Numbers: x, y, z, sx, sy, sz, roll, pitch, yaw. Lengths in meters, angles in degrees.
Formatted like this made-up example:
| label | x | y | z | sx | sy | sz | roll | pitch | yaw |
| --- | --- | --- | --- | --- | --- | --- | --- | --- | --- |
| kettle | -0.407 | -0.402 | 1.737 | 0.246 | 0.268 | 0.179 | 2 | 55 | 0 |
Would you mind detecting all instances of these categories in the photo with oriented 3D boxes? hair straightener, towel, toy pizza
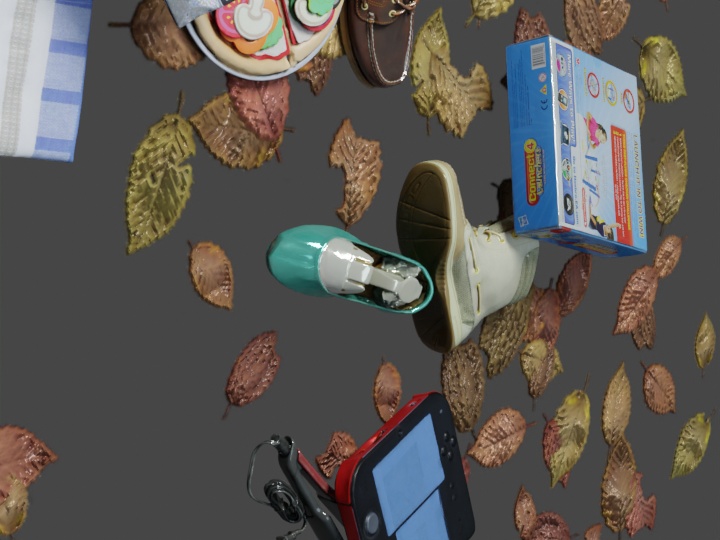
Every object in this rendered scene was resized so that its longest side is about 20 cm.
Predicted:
| label | x | y | z | sx | sy | sz | roll | pitch | yaw |
| --- | --- | --- | --- | --- | --- | --- | --- | --- | --- |
| hair straightener | -0.051 | 0.228 | 1.555 | 0.077 | 0.041 | 0.201 | -55 | 136 | -25 |
| towel | -0.289 | -0.162 | 1.247 | 0.199 | 0.024 | 0.149 | 5 | 94 | -48 |
| toy pizza | -0.080 | -0.267 | 1.437 | 0.199 | 0.032 | 0.203 | -10 | 104 | -42 |

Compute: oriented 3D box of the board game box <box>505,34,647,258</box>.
| label | x | y | z | sx | sy | sz | roll | pitch | yaw |
| --- | --- | --- | --- | --- | --- | --- | --- | --- | --- |
| board game box | 0.230 | -0.126 | 1.739 | 0.195 | 0.055 | 0.203 | 13 | 73 | -53 |

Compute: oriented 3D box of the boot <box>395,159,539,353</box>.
| label | x | y | z | sx | sy | sz | roll | pitch | yaw |
| --- | --- | --- | --- | --- | --- | --- | --- | --- | --- |
| boot | 0.114 | -0.035 | 1.667 | 0.154 | 0.072 | 0.202 | -29 | 122 | -40 |

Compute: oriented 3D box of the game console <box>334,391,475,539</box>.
| label | x | y | z | sx | sy | sz | roll | pitch | yaw |
| --- | --- | --- | --- | --- | --- | --- | --- | --- | --- |
| game console | 0.050 | 0.234 | 1.639 | 0.200 | 0.031 | 0.179 | -37 | 115 | -50 |

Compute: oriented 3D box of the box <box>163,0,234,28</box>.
| label | x | y | z | sx | sy | sz | roll | pitch | yaw |
| --- | --- | --- | --- | --- | --- | --- | --- | --- | --- |
| box | -0.141 | -0.315 | 1.272 | 0.114 | 0.132 | 0.201 | -26 | 121 | -3 |

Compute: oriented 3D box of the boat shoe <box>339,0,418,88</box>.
| label | x | y | z | sx | sy | sz | roll | pitch | yaw |
| --- | --- | --- | --- | --- | --- | --- | --- | --- | --- |
| boat shoe | 0.021 | -0.266 | 1.528 | 0.070 | 0.070 | 0.203 | -27 | 117 | -41 |

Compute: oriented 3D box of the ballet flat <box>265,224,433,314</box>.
| label | x | y | z | sx | sy | sz | roll | pitch | yaw |
| --- | --- | --- | --- | --- | --- | --- | --- | --- | --- |
| ballet flat | 0.000 | 0.000 | 1.551 | 0.199 | 0.070 | 0.068 | 15 | 87 | -47 |
